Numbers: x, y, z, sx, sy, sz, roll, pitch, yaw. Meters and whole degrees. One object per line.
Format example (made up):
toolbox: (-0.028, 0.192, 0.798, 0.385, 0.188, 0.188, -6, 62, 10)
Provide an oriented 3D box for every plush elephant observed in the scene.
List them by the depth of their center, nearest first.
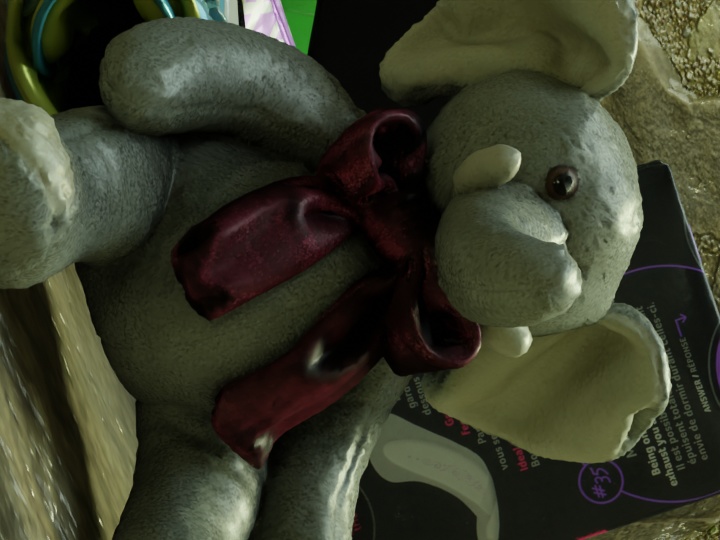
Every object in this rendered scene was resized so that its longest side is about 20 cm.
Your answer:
plush elephant: (0.008, -0.003, 0.545, 0.200, 0.155, 0.165, -55, 130, -66)

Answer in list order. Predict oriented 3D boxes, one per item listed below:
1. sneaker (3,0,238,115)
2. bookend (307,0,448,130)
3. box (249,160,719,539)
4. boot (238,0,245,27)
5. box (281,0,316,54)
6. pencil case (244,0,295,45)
sneaker: (-0.083, -0.105, 0.681, 0.131, 0.079, 0.200, 71, 1, -69)
bookend: (0.034, -0.170, 0.921, 0.199, 0.092, 0.200, -87, -172, -61)
box: (0.036, 0.050, 0.759, 0.106, 0.200, 0.122, 54, 18, -84)
boot: (-0.070, -0.081, 0.858, 0.200, 0.073, 0.090, 70, -3, -62)
box: (-0.005, -0.156, 1.294, 0.176, 0.200, 0.097, -105, -155, -81)
pencil case: (-0.063, -0.108, 1.153, 0.084, 0.085, 0.200, -79, 156, -44)
